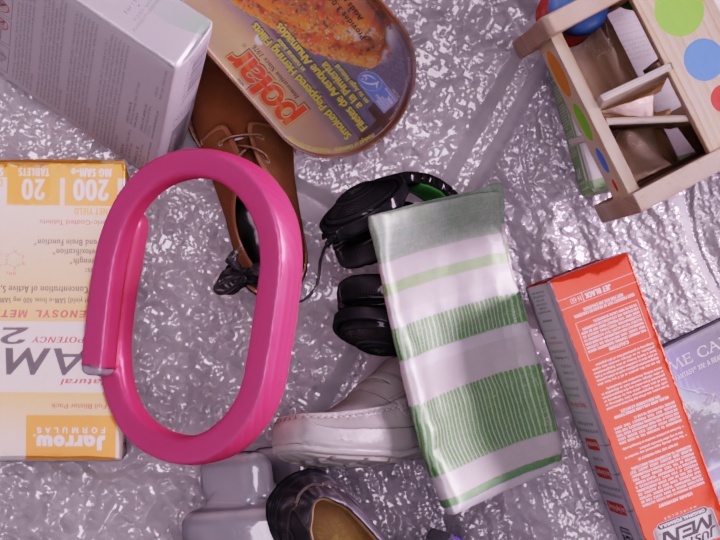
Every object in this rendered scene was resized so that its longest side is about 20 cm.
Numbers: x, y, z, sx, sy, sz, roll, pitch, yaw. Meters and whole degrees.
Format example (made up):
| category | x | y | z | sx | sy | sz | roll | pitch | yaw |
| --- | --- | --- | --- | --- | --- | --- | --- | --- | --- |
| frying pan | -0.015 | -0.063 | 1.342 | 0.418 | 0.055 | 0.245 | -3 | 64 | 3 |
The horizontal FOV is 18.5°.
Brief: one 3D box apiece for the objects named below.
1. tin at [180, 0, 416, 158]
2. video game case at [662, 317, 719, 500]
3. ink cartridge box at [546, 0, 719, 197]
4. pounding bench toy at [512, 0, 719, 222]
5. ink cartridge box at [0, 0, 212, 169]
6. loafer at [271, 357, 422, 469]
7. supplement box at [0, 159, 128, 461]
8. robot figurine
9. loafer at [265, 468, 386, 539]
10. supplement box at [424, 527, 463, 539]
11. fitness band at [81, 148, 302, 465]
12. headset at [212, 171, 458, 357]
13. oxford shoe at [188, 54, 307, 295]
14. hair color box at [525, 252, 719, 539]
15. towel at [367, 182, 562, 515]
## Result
| category | x | y | z | sx | sy | sz | roll | pitch | yaw |
| --- | --- | --- | --- | --- | --- | --- | --- | --- | --- |
| tin | -0.045 | -0.161 | 1.464 | 0.112 | 0.042 | 0.200 | -44 | 122 | -4 |
| video game case | 0.250 | 0.145 | 1.547 | 0.142 | 0.019 | 0.201 | -24 | 88 | -6 |
| ink cartridge box | 0.199 | -0.167 | 1.545 | 0.144 | 0.048 | 0.202 | -15 | 88 | -5 |
| pounding bench toy | 0.222 | -0.149 | 1.462 | 0.199 | 0.124 | 0.157 | -27 | 91 | -6 |
| ink cartridge box | -0.197 | -0.163 | 1.460 | 0.199 | 0.161 | 0.050 | 36 | 65 | 5 |
| loafer | 0.017 | 0.094 | 1.468 | 0.199 | 0.070 | 0.070 | -1 | 84 | -48 |
| supplement box | -0.219 | 0.028 | 1.489 | 0.125 | 0.074 | 0.202 | 0 | 87 | -5 |
| robot figurine | -0.059 | 0.219 | 1.471 | 0.169 | 0.113 | 0.202 | -5 | 87 | -36 |
| loafer | 0.011 | 0.217 | 1.393 | 0.073 | 0.072 | 0.200 | -39 | 96 | -10 |
| supplement box | 0.118 | 0.267 | 1.490 | 0.199 | 0.103 | 0.102 | 29 | 84 | -4 |
| fitness band | -0.107 | 0.023 | 1.408 | 0.143 | 0.037 | 0.202 | 9 | 93 | 30 |
| headset | 0.000 | 0.000 | 1.483 | 0.199 | 0.094 | 0.125 | -4 | 85 | -46 |
| oxford shoe | -0.076 | -0.082 | 1.509 | 0.071 | 0.071 | 0.202 | -18 | 87 | -4 |
| hair color box | 0.178 | 0.093 | 1.486 | 0.061 | 0.102 | 0.202 | -19 | 89 | -5 |
| towel | 0.073 | 0.050 | 1.471 | 0.023 | 0.152 | 0.202 | -10 | 94 | 37 |
